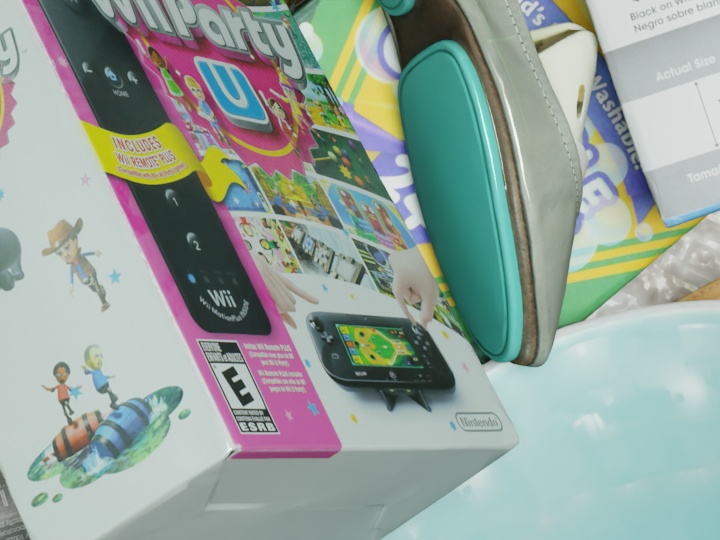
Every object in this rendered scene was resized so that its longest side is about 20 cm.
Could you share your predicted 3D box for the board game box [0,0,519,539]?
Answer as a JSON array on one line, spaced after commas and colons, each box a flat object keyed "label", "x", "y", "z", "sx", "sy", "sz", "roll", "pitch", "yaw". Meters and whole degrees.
[{"label": "board game box", "x": -0.058, "y": -0.025, "z": 0.760, "sx": 0.064, "sy": 0.148, "sz": 0.200, "roll": -36, "pitch": 71, "yaw": 23}]

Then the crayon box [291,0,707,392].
[{"label": "crayon box", "x": 0.064, "y": -0.066, "z": 0.889, "sx": 0.200, "sy": 0.052, "sz": 0.126, "roll": -40, "pitch": 95, "yaw": -15}]

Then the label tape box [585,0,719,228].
[{"label": "label tape box", "x": 0.123, "y": -0.129, "z": 0.813, "sx": 0.143, "sy": 0.066, "sz": 0.200, "roll": -18, "pitch": 96, "yaw": 17}]

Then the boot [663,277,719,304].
[{"label": "boot", "x": 0.206, "y": 0.026, "z": 0.901, "sx": 0.201, "sy": 0.071, "sz": 0.144, "roll": -23, "pitch": 86, "yaw": -1}]

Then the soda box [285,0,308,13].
[{"label": "soda box", "x": -0.041, "y": -0.105, "z": 0.901, "sx": 0.200, "sy": 0.068, "sz": 0.064, "roll": -43, "pitch": 87, "yaw": -5}]

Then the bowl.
[{"label": "bowl", "x": 0.088, "y": 0.116, "z": 0.797, "sx": 0.201, "sy": 0.105, "sz": 0.201, "roll": -13, "pitch": 43, "yaw": 13}]

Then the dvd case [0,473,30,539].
[{"label": "dvd case", "x": -0.139, "y": 0.172, "z": 0.871, "sx": 0.149, "sy": 0.016, "sz": 0.200, "roll": -17, "pitch": 85, "yaw": -7}]

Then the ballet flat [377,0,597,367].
[{"label": "ballet flat", "x": 0.034, "y": -0.074, "z": 0.823, "sx": 0.064, "sy": 0.067, "sz": 0.200, "roll": -21, "pitch": 89, "yaw": -20}]
